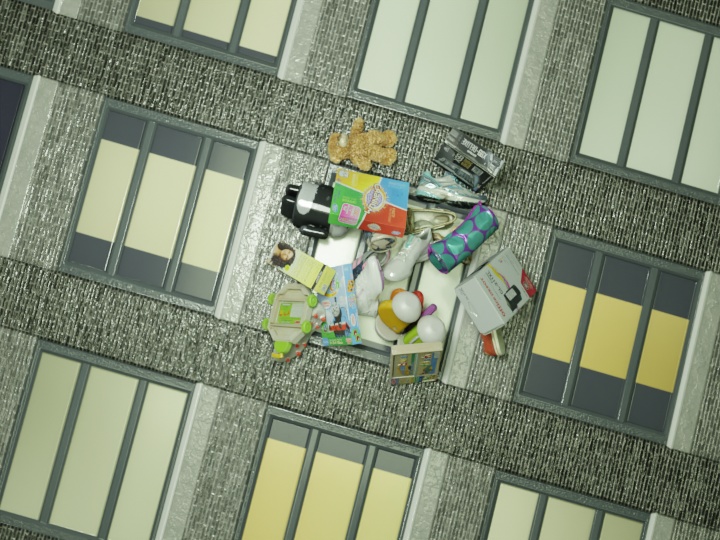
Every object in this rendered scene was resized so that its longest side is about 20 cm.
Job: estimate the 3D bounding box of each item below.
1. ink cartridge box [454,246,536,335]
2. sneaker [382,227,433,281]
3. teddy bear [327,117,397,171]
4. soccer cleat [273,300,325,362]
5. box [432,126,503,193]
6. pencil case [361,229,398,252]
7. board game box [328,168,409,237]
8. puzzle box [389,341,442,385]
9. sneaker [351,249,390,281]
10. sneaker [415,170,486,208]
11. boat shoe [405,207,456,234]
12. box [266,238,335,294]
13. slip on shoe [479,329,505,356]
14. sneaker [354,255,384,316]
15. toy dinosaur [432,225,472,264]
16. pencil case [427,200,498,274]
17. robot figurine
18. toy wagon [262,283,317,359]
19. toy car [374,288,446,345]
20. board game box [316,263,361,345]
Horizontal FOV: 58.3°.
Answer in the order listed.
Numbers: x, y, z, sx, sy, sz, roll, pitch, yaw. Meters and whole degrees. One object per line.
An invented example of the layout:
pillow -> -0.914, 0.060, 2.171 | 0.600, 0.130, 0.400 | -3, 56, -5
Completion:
ink cartridge box -> 0.356, 0.052, 1.695 | 0.199, 0.082, 0.148 | -34, 90, -44
sneaker -> 0.125, -0.049, 1.701 | 0.074, 0.090, 0.199 | 25, 43, 28
teddy bear -> 0.008, -0.342, 1.764 | 0.195, 0.067, 0.149 | 19, 85, -1
soccer cleat -> -0.166, 0.163, 1.743 | 0.069, 0.078, 0.201 | 32, 105, -36
box -> 0.279, -0.287, 1.702 | 0.156, 0.200, 0.050 | 34, 85, 0
pencil case -> 0.038, -0.141, 1.712 | 0.087, 0.078, 0.204 | -4, 58, -22
board game box -> 0.023, -0.174, 1.657 | 0.194, 0.041, 0.156 | 10, 56, -4
puzzle box -> 0.141, 0.244, 1.682 | 0.129, 0.202, 0.026 | -5, 58, -1
sneaker -> 0.000, 0.000, 1.740 | 0.200, 0.082, 0.070 | -44, 91, -3
sneaker -> 0.253, -0.224, 1.761 | 0.194, 0.078, 0.089 | 11, 84, -1
boat shoe -> 0.162, -0.137, 1.760 | 0.194, 0.063, 0.076 | 0, 87, -2
box -> -0.159, -0.011, 1.700 | 0.197, 0.050, 0.077 | 26, 87, 36
slip on shoe -> 0.340, 0.134, 1.754 | 0.060, 0.073, 0.206 | -16, 82, 30
sneaker -> 0.008, 0.049, 1.690 | 0.097, 0.076, 0.204 | -1, 132, -11
toy dinosaur -> 0.282, -0.071, 1.764 | 0.194, 0.058, 0.104 | -2, 86, -2
pencil case -> 0.269, -0.085, 1.706 | 0.199, 0.085, 0.093 | -40, 93, -8
robot figurine -> -0.113, -0.162, 1.726 | 0.194, 0.125, 0.155 | 15, 90, -1
toy wagon -> -0.191, 0.135, 1.702 | 0.152, 0.039, 0.206 | 0, 71, 36
toy car -> 0.145, 0.132, 1.717 | 0.199, 0.175, 0.150 | 42, 51, 1
board game box -> -0.062, 0.093, 1.705 | 0.036, 0.150, 0.206 | -5, 86, -34
